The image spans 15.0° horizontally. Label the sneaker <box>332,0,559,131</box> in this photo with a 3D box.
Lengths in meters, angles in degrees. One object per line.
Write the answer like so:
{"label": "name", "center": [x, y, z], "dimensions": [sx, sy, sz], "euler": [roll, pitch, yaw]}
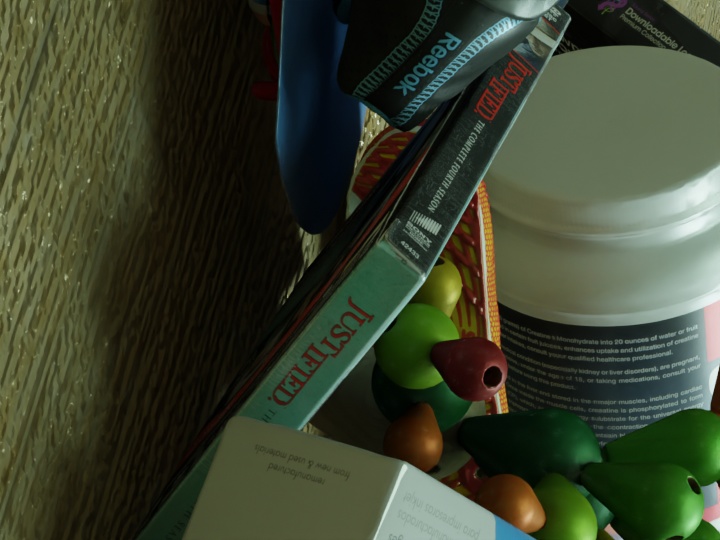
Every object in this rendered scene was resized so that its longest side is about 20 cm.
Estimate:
{"label": "sneaker", "center": [0.019, -0.111, 0.881], "dimensions": [0.082, 0.073, 0.200], "euler": [-51, -168, 17]}

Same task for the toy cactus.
{"label": "toy cactus", "center": [0.048, 0.048, 0.917], "dimensions": [0.200, 0.165, 0.102], "euler": [23, 84, -47]}

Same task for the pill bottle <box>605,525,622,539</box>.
{"label": "pill bottle", "center": [0.069, 0.180, 1.129], "dimensions": [0.111, 0.111, 0.200], "euler": [13, 81, -74]}

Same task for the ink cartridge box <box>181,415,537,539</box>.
{"label": "ink cartridge box", "center": [-0.018, 0.156, 0.772], "dimensions": [0.115, 0.068, 0.200], "euler": [33, 75, -50]}

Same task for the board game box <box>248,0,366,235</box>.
{"label": "board game box", "center": [-0.026, -0.113, 0.890], "dimensions": [0.158, 0.039, 0.200], "euler": [-35, 129, -78]}

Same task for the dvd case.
{"label": "dvd case", "center": [0.000, 0.000, 0.873], "dimensions": [0.146, 0.022, 0.200], "euler": [-51, -175, 30]}

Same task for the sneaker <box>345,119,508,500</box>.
{"label": "sneaker", "center": [0.028, 0.042, 1.044], "dimensions": [0.077, 0.073, 0.200], "euler": [-47, 141, -80]}

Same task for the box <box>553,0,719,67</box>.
{"label": "box", "center": [0.150, -0.070, 1.333], "dimensions": [0.036, 0.143, 0.200], "euler": [-43, 150, -11]}

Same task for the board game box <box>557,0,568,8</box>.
{"label": "board game box", "center": [0.079, -0.184, 0.989], "dimensions": [0.136, 0.035, 0.200], "euler": [-96, -151, -43]}

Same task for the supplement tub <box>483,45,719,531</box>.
{"label": "supplement tub", "center": [0.119, 0.016, 1.219], "dimensions": [0.140, 0.140, 0.200], "euler": [-67, 154, -50]}
